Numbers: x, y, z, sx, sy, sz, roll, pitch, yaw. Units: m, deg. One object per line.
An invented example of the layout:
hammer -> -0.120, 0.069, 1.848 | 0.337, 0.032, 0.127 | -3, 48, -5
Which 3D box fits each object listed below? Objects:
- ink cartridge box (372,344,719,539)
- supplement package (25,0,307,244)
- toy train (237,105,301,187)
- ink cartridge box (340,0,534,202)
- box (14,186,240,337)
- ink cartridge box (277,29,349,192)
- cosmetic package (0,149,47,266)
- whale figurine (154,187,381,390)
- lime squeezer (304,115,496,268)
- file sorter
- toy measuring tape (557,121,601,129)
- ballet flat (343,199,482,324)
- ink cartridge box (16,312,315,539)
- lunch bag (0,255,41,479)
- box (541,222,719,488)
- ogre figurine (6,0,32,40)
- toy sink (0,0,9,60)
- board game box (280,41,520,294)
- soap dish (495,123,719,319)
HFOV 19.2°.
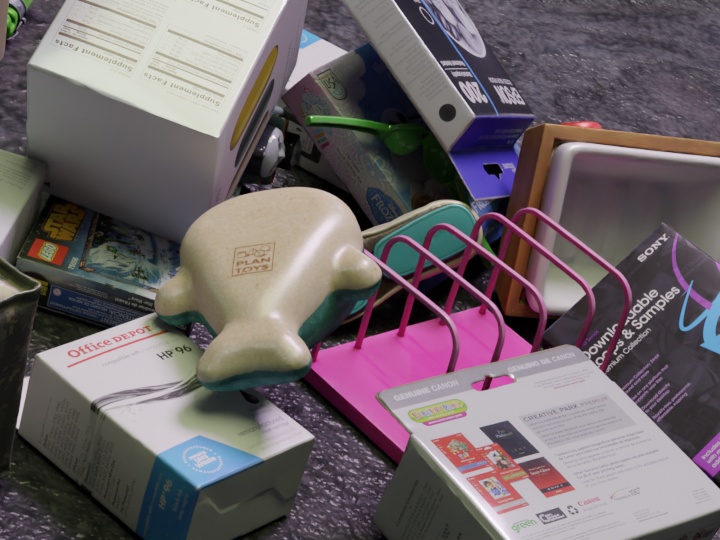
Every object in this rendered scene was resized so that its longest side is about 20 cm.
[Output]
ink cartridge box -> 0.118, 0.149, 1.443 | 0.199, 0.084, 0.176 | -10, 45, -39
supplement package -> -0.142, -0.154, 1.597 | 0.150, 0.152, 0.201 | 21, 57, 5
toy train -> -0.148, -0.120, 1.730 | 0.199, 0.086, 0.114 | 18, 10, 6
ink cartridge box -> 0.081, -0.151, 1.737 | 0.200, 0.043, 0.198 | 58, 19, 7
box -> -0.176, -0.023, 1.623 | 0.136, 0.040, 0.200 | 18, 30, -2
ink cartridge box -> -0.017, -0.135, 1.862 | 0.199, 0.067, 0.116 | 28, 32, 17
cosmetic package -> -0.303, -0.017, 1.507 | 0.112, 0.081, 0.200 | 18, 31, 1
whale figurine -> -0.060, 0.028, 1.446 | 0.158, 0.104, 0.200 | -9, 33, 8
lime squeezer -> 0.040, -0.086, 1.696 | 0.200, 0.071, 0.038 | 37, -19, -23
file sorter -> 0.082, 0.042, 1.567 | 0.199, 0.126, 0.139 | -14, 42, -42
toy measuring tape -> 0.199, -0.090, 1.842 | 0.073, 0.074, 0.200 | 28, 5, 17
ballet flat -> 0.000, 0.000, 1.645 | 0.199, 0.070, 0.070 | -18, 41, -14
ink cartridge box -> -0.144, 0.097, 1.415 | 0.200, 0.068, 0.116 | 35, 33, 28
lunch bag -> -0.309, 0.038, 1.328 | 0.200, 0.165, 0.117 | 32, 39, 22
box -> 0.256, 0.067, 1.635 | 0.143, 0.036, 0.200 | -42, 55, -14
ogre figurine -> -0.351, -0.287, 1.909 | 0.199, 0.099, 0.120 | 25, 41, 34
toy sink -> -0.364, -0.273, 1.763 | 0.130, 0.201, 0.112 | 34, 42, 27
board game box -> 0.052, -0.102, 1.779 | 0.199, 0.043, 0.200 | 53, 36, 1
soap dish -> 0.206, -0.038, 1.736 | 0.199, 0.158, 0.081 | 4, 14, -30
